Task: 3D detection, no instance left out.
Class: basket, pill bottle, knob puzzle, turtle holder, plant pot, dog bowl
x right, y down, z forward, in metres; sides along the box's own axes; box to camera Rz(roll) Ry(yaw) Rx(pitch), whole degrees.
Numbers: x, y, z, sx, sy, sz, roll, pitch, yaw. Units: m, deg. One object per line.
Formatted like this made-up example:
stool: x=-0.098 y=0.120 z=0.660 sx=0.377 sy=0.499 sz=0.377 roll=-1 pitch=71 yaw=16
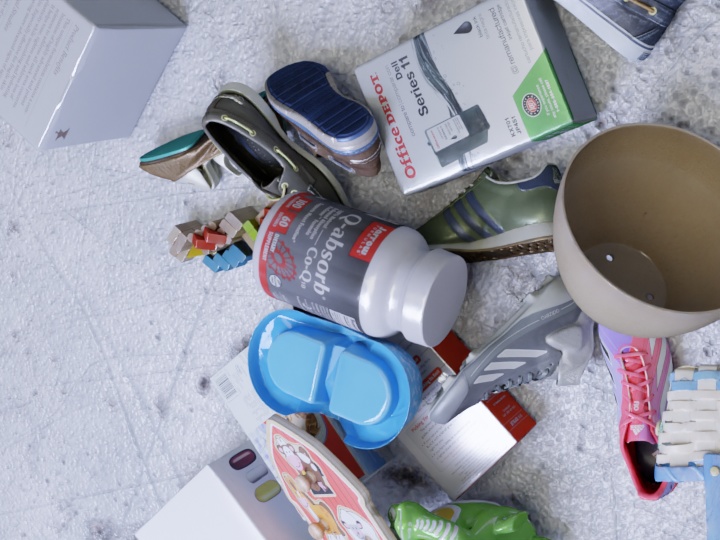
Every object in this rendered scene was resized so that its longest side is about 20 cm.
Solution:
basket: x=0.350 y=0.188 z=1.139 sx=0.138 sy=0.176 sz=0.201 roll=-11 pitch=77 yaw=29
pill bottle: x=0.000 y=0.000 z=1.246 sx=0.199 sy=0.116 sz=0.117 roll=19 pitch=109 yaw=27
knob puzzle: x=-0.044 y=0.240 z=1.296 sx=0.219 sy=0.030 sz=0.220 roll=39 pitch=151 yaw=27
turtle holder: x=0.105 y=0.309 z=1.287 sx=0.131 sy=0.185 sz=0.142 roll=6 pitch=90 yaw=43
plant pot: x=0.262 y=-0.016 z=1.146 sx=0.200 sy=0.200 sz=0.135 roll=41 pitch=150 yaw=14
dog bowl: x=-0.023 y=0.107 z=1.270 sx=0.199 sy=0.049 sz=0.112 roll=20 pitch=104 yaw=29

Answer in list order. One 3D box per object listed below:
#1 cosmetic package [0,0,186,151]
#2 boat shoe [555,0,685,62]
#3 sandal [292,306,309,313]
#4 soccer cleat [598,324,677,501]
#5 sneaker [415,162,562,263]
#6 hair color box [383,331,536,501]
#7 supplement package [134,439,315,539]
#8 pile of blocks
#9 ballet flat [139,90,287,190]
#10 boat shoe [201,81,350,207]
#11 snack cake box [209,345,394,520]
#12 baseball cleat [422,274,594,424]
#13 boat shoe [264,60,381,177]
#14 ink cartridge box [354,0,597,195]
cosmetic package: x=-0.347 y=-0.267 z=1.406 sx=0.200 sy=0.166 sz=0.168 roll=41 pitch=116 yaw=15
boat shoe: x=0.216 y=-0.292 z=1.165 sx=0.200 sy=0.071 sz=0.091 roll=40 pitch=115 yaw=7
sandal: x=-0.043 y=0.047 z=1.340 sx=0.075 sy=0.048 sz=0.202 roll=-19 pitch=65 yaw=46
soccer cleat: x=0.275 y=0.127 z=1.214 sx=0.066 sy=0.076 sz=0.201 roll=-10 pitch=98 yaw=25
sneaker: x=0.128 y=-0.060 z=1.266 sx=0.199 sy=0.067 sz=0.091 roll=-7 pitch=75 yaw=39
hair color box: x=0.078 y=0.132 z=1.328 sx=0.200 sy=0.064 sz=0.111 roll=48 pitch=120 yaw=10
supplement package: x=-0.136 y=0.330 z=1.456 sx=0.156 sy=0.111 sz=0.200 roll=-44 pitch=80 yaw=28
pile of blocks: x=-0.144 y=-0.031 z=1.410 sx=0.199 sy=0.062 sz=0.083 roll=-16 pitch=93 yaw=30
ballet flat: x=-0.163 y=-0.134 z=1.405 sx=0.199 sy=0.068 sz=0.073 roll=-23 pitch=109 yaw=26
boat shoe: x=-0.091 y=-0.109 z=1.325 sx=0.202 sy=0.060 sz=0.072 roll=47 pitch=141 yaw=-19
snack cake box: x=-0.067 y=0.167 z=1.409 sx=0.115 sy=0.067 sz=0.201 roll=-38 pitch=83 yaw=27
baseball cleat: x=0.161 y=0.098 z=1.237 sx=0.106 sy=0.070 sz=0.200 roll=44 pitch=88 yaw=8
boat shoe: x=-0.041 y=-0.155 z=1.298 sx=0.200 sy=0.072 sz=0.073 roll=50 pitch=166 yaw=49
ink cartridge box: x=0.112 y=-0.177 z=1.231 sx=0.199 sy=0.083 sz=0.147 roll=-23 pitch=89 yaw=30
